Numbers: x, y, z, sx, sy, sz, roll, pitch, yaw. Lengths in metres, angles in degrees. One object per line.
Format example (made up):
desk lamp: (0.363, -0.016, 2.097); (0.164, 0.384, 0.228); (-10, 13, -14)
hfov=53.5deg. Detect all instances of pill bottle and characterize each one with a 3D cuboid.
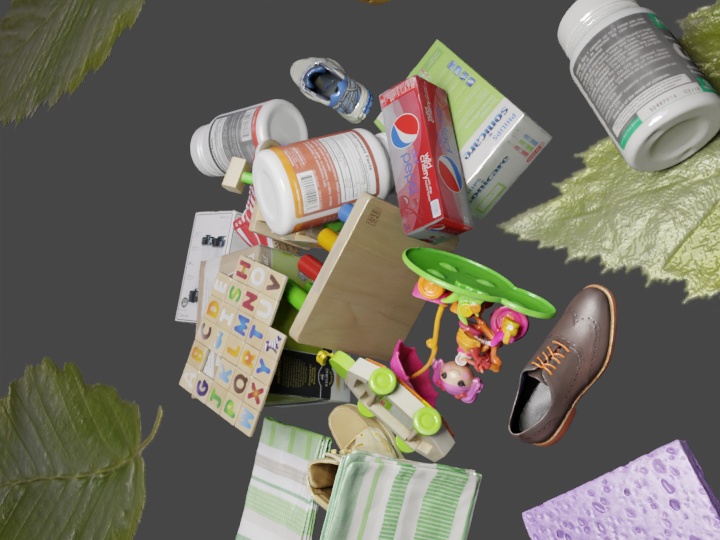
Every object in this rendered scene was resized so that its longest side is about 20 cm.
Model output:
pill bottle: (-0.196, -0.222, 1.237); (0.199, 0.116, 0.117); (-3, 76, 40)
pill bottle: (-0.032, -0.123, 0.941); (0.112, 0.199, 0.113); (44, 144, 46)
pill bottle: (0.309, -0.221, 0.808); (0.113, 0.113, 0.201); (-37, 58, 27)

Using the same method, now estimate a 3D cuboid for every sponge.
sponge: (0.276, 0.273, 0.751); (0.200, 0.030, 0.112); (-37, 56, 27)

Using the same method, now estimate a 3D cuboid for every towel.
towel: (-0.121, 0.333, 1.072); (0.149, 0.031, 0.201); (5, 81, 40)
towel: (0.048, 0.294, 0.829); (0.023, 0.199, 0.153); (7, 82, 59)

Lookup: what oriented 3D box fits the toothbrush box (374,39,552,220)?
toothbrush box: (0.133, -0.191, 0.967); (0.146, 0.086, 0.200); (-51, 50, 18)

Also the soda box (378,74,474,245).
soda box: (0.082, -0.139, 0.894); (0.063, 0.070, 0.201); (-24, 66, 38)

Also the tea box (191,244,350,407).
tea box: (-0.123, 0.089, 1.031); (0.133, 0.196, 0.201); (-12, 69, 37)

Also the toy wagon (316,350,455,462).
toy wagon: (0.029, 0.160, 0.892); (0.200, 0.155, 0.040); (41, 70, 10)

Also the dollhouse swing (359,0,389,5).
dollhouse swing: (0.063, -0.527, 1.079); (0.199, 0.181, 0.177); (-7, 93, 39)

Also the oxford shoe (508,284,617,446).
oxford shoe: (0.229, 0.107, 0.809); (0.071, 0.072, 0.201); (24, 94, 42)

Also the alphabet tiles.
alphabet tiles: (-0.158, 0.087, 0.926); (0.167, 0.008, 0.201); (22, 94, 42)

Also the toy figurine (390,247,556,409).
toy figurine: (0.119, 0.093, 0.897); (0.199, 0.150, 0.185); (23, 108, 18)

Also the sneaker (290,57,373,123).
sneaker: (-0.063, -0.314, 1.170); (0.200, 0.085, 0.077); (38, 102, 41)

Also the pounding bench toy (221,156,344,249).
pounding bench toy: (-0.084, -0.108, 1.052); (0.155, 0.200, 0.125); (8, 82, 42)

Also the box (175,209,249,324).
box: (-0.253, -0.002, 1.259); (0.116, 0.060, 0.201); (0, 78, 41)

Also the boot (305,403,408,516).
boot: (-0.015, 0.243, 0.922); (0.073, 0.155, 0.200); (-53, 50, 16)

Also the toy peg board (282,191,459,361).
toy peg board: (0.000, 0.000, 0.949); (0.098, 0.200, 0.200); (34, 101, 41)

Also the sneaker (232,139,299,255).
sneaker: (-0.162, -0.116, 1.169); (0.112, 0.071, 0.201); (16, 119, 46)
